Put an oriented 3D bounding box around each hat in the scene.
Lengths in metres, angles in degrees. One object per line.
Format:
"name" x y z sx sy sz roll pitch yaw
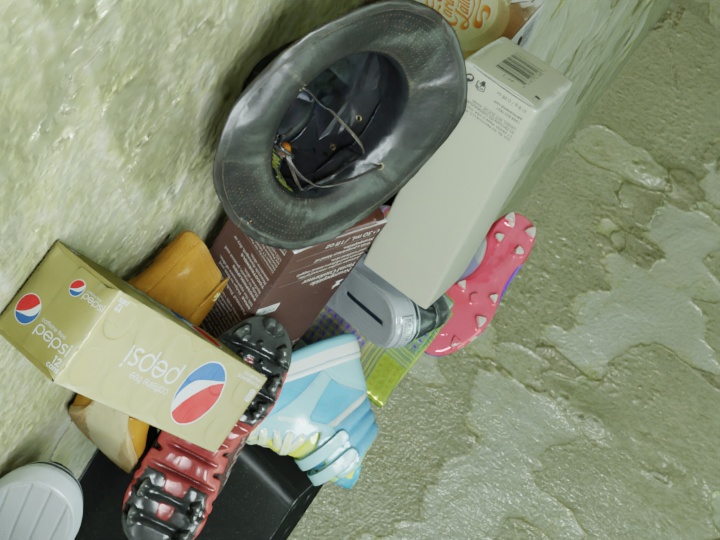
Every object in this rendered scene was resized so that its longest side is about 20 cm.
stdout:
"hat" -0.026 -0.116 0.823 0.199 0.081 0.202 -21 139 -20

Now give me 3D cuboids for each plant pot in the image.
"plant pot" -0.140 0.198 1.142 0.200 0.177 0.200 -57 169 16

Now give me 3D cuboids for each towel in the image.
"towel" -0.010 0.016 1.123 0.144 0.200 0.023 -48 -168 -26

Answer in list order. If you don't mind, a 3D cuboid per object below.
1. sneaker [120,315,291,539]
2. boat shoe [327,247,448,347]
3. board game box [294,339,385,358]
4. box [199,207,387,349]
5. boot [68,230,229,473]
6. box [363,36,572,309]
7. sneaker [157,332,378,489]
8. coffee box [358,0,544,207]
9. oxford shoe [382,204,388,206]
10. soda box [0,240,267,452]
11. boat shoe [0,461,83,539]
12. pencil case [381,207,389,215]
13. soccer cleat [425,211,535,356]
"sneaker" -0.119 0.122 0.927 0.201 0.070 0.098 -61 -175 0
"boat shoe" 0.000 0.000 1.029 0.070 0.200 0.072 -7 130 -37
"board game box" -0.064 0.097 1.229 0.040 0.153 0.201 -33 158 -49
"box" -0.072 0.002 0.961 0.100 0.075 0.200 -21 160 -39
"boot" -0.156 0.065 0.909 0.144 0.071 0.202 -49 165 -27
"box" 0.080 -0.073 0.912 0.082 0.068 0.201 -38 160 -53
"sneaker" -0.067 0.144 1.024 0.199 0.132 0.079 -21 179 -25
"coffee box" 0.045 -0.167 0.962 0.200 0.114 0.080 -49 169 -25
"oxford shoe" 0.046 -0.086 1.080 0.198 0.074 0.071 -8 134 -27
"soda box" -0.142 0.055 0.771 0.068 0.064 0.200 -54 151 -4
"boat shoe" -0.252 0.188 0.917 0.200 0.072 0.071 -50 -174 47
"pencil case" 0.038 -0.133 1.151 0.087 0.087 0.201 -41 164 -54
"soccer cleat" 0.129 0.020 1.321 0.201 0.066 0.077 -54 175 -18
